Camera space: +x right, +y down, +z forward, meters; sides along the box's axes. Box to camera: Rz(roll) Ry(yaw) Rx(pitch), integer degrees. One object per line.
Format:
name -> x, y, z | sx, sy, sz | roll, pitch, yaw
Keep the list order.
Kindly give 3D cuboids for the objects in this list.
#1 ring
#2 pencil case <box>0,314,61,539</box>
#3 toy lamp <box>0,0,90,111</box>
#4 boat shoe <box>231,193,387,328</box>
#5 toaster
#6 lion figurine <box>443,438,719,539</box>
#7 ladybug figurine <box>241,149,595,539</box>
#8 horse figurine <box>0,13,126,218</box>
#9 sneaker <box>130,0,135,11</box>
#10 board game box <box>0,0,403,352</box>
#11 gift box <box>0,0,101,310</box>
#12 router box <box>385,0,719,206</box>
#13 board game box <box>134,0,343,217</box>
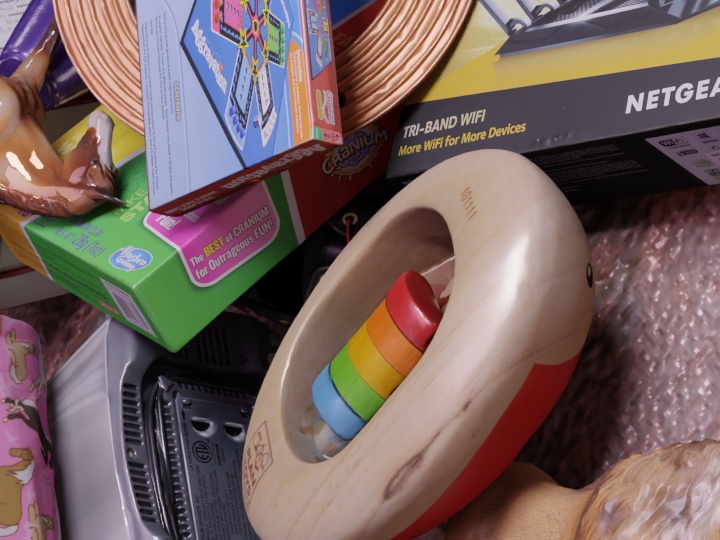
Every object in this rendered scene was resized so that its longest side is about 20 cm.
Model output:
ring -> -0.041, -0.142, 0.848 | 0.200, 0.019, 0.201 | -3, 75, 13
pencil case -> -0.169, 0.118, 0.844 | 0.083, 0.087, 0.201 | -14, 68, 3
toy lamp -> -0.111, -0.150, 0.975 | 0.058, 0.058, 0.200 | -14, 29, 44
boat shoe -> -0.001, 0.003, 0.880 | 0.201, 0.063, 0.074 | 12, 81, 47
toaster -> -0.095, 0.121, 0.904 | 0.129, 0.113, 0.201 | -36, 56, 39
lion figurine -> 0.076, 0.110, 0.751 | 0.200, 0.072, 0.123 | 12, 78, 53
ladybug figurine -> 0.025, 0.042, 0.772 | 0.200, 0.072, 0.136 | -49, 34, 27
horse figurine -> -0.207, -0.081, 0.878 | 0.050, 0.199, 0.133 | 89, 177, -76
sneaker -> -0.042, -0.172, 0.930 | 0.199, 0.079, 0.079 | -19, 38, -5
board game box -> -0.061, -0.060, 0.900 | 0.200, 0.040, 0.153 | -42, 36, -19
gift box -> -0.237, -0.085, 1.047 | 0.187, 0.184, 0.200 | 109, 143, -48
router box -> 0.111, -0.110, 0.786 | 0.200, 0.052, 0.158 | -8, 61, 46
board game box -> -0.057, -0.132, 0.803 | 0.103, 0.019, 0.201 | -20, 69, 43
